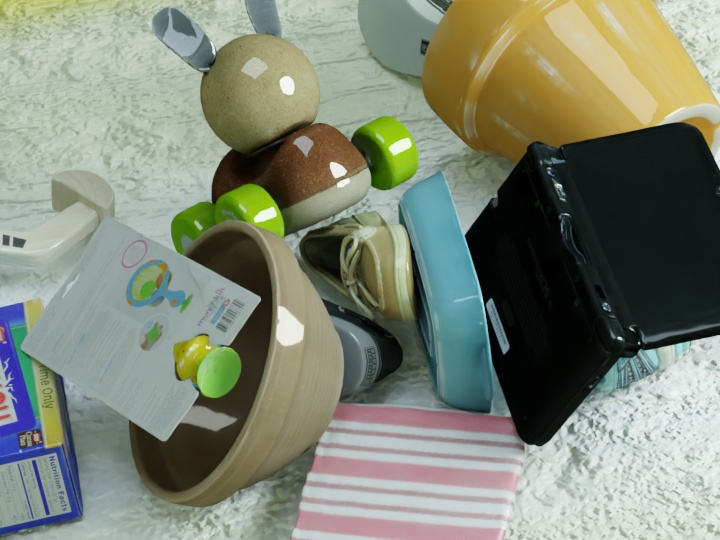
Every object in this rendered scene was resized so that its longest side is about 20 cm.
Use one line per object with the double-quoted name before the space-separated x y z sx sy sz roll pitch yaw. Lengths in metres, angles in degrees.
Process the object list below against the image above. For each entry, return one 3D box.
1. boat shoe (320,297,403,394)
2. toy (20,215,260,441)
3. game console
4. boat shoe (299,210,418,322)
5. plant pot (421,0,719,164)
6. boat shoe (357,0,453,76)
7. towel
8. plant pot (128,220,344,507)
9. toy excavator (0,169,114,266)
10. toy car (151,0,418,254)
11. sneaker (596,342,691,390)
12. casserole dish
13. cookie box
"boat shoe" -0.057 0.043 1.714 0.200 0.069 0.057 23 19 34
"toy" -0.146 0.045 1.600 0.200 0.047 0.115 25 80 52
"game console" 0.177 0.008 1.626 0.116 0.176 0.200 14 39 -30
"boat shoe" 0.000 -0.003 1.700 0.063 0.073 0.201 -9 15 -8
"plant pot" 0.180 -0.138 1.797 0.200 0.200 0.183 -28 59 -22
"boat shoe" 0.074 -0.197 1.974 0.064 0.071 0.200 -10 29 -37
"towel" 0.031 0.168 1.569 0.146 0.030 0.200 4 42 12
"plant pot" -0.075 0.073 1.614 0.093 0.201 0.201 17 29 -30
"toy excavator" -0.311 -0.014 1.815 0.200 0.100 0.195 12 44 5
"toy car" -0.082 -0.123 1.776 0.164 0.200 0.158 -28 6 -30
"sneaker" 0.146 0.018 1.688 0.086 0.078 0.200 -32 44 -21
"casserole dish" 0.059 0.017 1.666 0.039 0.121 0.200 -8 41 -4
"cookie box" -0.310 0.117 1.655 0.200 0.075 0.171 -13 39 -6
